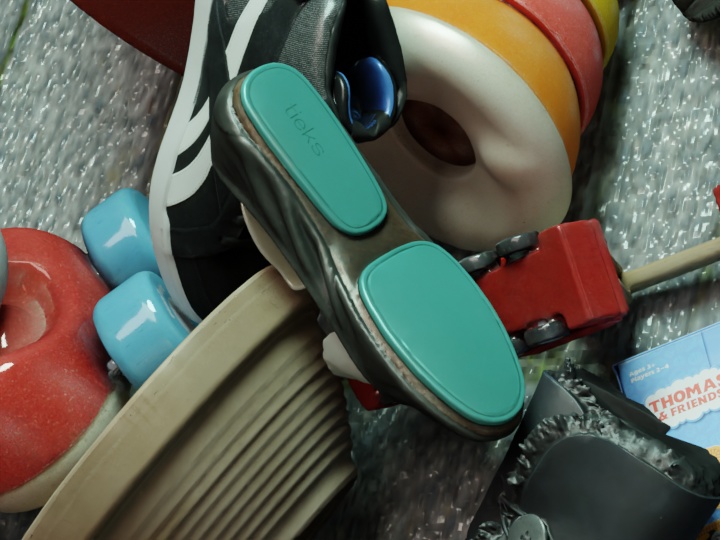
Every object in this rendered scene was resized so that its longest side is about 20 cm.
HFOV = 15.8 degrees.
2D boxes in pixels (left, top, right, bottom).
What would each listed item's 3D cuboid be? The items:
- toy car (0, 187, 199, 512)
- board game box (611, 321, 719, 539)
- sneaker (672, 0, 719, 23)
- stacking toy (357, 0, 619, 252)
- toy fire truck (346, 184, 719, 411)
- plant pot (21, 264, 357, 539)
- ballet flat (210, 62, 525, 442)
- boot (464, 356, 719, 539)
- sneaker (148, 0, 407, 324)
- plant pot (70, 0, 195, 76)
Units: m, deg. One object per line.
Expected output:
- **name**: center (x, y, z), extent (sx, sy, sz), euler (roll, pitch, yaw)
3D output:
- **toy car**: center (-0.206, 0.007, 1.275), extent (0.184, 0.200, 0.177), euler (-35, 29, 9)
- **board game box**: center (0.200, 0.098, 1.099), extent (0.151, 0.037, 0.201), euler (-23, 51, 15)
- **sneaker**: center (0.197, -0.194, 1.219), extent (0.076, 0.200, 0.091), euler (-29, 76, -37)
- **stacking toy**: center (0.082, -0.121, 1.280), extent (0.146, 0.147, 0.200), euler (14, 51, 37)
- **toy fire truck**: center (0.101, 0.008, 1.177), extent (0.199, 0.141, 0.049), euler (-25, 79, 40)
- **plant pot**: center (-0.066, 0.101, 1.189), extent (0.093, 0.201, 0.201), euler (39, 82, 5)
- **ballet flat**: center (0.000, 0.000, 1.128), extent (0.068, 0.068, 0.201), euler (-22, 71, -37)
- **boot**: center (0.095, 0.150, 1.067), extent (0.169, 0.076, 0.200), euler (-57, 39, 15)
- **sneaker**: center (-0.036, -0.054, 1.200), extent (0.112, 0.073, 0.201), euler (27, 117, 45)
- **plant pot**: center (-0.035, -0.200, 1.352), extent (0.199, 0.176, 0.201), euler (-24, 49, 15)
